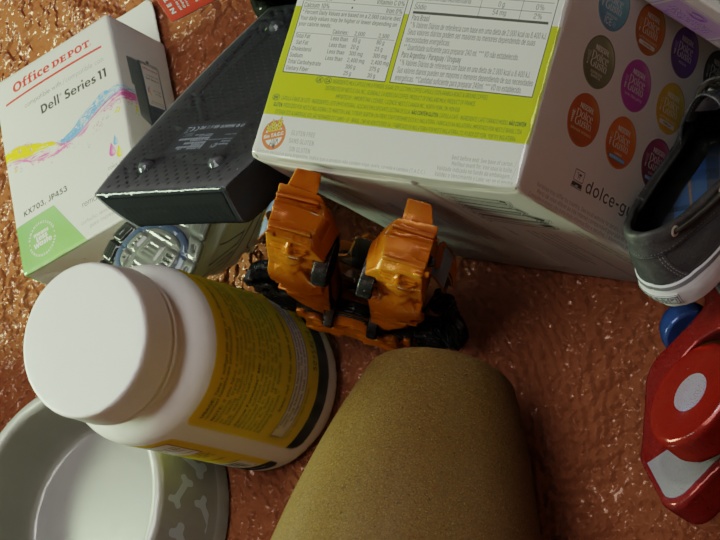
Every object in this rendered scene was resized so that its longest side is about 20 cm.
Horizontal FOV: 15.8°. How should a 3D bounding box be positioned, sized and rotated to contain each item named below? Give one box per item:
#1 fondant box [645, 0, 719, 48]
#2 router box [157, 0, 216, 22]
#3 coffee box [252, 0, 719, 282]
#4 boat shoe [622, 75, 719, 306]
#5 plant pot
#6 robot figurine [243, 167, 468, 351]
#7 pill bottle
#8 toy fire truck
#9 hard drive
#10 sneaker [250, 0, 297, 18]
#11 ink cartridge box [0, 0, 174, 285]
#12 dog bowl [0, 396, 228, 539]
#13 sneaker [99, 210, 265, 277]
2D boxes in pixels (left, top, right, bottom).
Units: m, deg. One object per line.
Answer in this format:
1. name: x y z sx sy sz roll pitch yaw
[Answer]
1. fondant box: 0.264 -0.207 1.463 0.201 0.144 0.058 -62 15 -10
2. router box: -0.037 -0.260 1.721 0.179 0.049 0.200 -24 21 30
3. coffee box: 0.093 -0.120 1.546 0.199 0.199 0.199 8 79 40
4. boat shoe: 0.208 -0.074 1.488 0.070 0.066 0.200 15 60 44
5. plant pot: 0.031 0.155 1.531 0.186 0.186 0.201 -12 53 34
6. robot figurine: 0.000 0.000 1.577 0.144 0.200 0.058 16 77 6
7. pill bottle: -0.112 0.059 1.634 0.114 0.200 0.115 -8 76 31
8. toy fire truck: 0.233 0.041 1.458 0.200 0.112 0.168 -48 26 16
9. hard drive: -0.062 -0.098 1.623 0.134 0.042 0.200 -1 39 44
10. sneaker: 0.009 -0.202 1.709 0.199 0.090 0.067 -28 54 27
11. ink cartridge box: -0.192 -0.097 1.843 0.117 0.067 0.201 -28 59 27
12. dog bowl: -0.183 0.166 1.750 0.199 0.059 0.201 -14 65 33
13. sneaker: -0.099 -0.027 1.731 0.074 0.087 0.200 40 93 33
